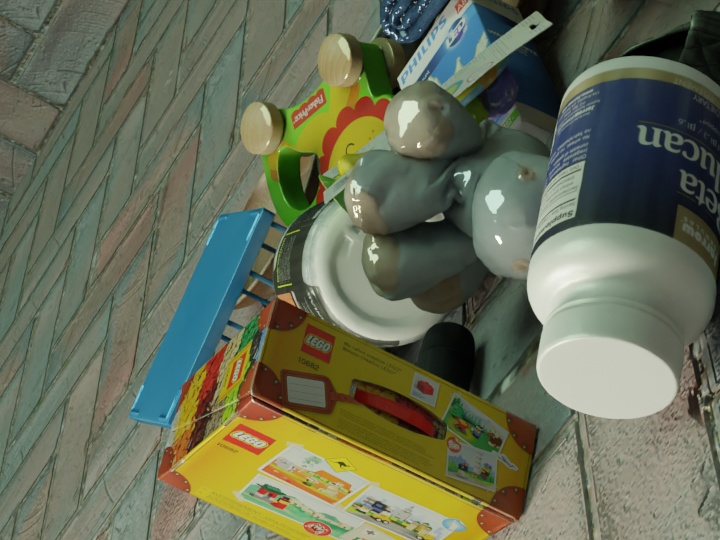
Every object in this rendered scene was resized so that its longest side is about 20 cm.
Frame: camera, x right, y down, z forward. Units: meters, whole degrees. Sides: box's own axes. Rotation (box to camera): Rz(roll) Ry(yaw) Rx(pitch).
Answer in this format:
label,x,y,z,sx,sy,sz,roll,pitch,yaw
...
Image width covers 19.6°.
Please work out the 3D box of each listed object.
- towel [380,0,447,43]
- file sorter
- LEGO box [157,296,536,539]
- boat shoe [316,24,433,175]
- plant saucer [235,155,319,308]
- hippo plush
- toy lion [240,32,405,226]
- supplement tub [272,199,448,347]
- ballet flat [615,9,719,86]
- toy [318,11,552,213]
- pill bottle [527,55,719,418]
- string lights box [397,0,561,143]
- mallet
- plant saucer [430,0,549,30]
label,x,y,z,sx,sy,sz,roll,pitch,yaw
towel,0.084,-0.273,1.695,0.200,0.048,0.112,-54,1,-41
file sorter,-0.095,0.063,1.819,0.201,0.122,0.139,-67,18,-9
LEGO box,-0.011,0.119,1.364,0.149,0.199,0.077,-41,28,50
boat shoe,0.022,-0.160,1.900,0.201,0.074,0.060,-61,11,-23
plant saucer,-0.081,-0.045,2.058,0.201,0.037,0.201,-54,19,29
hippo plush,0.102,-0.025,1.383,0.161,0.199,0.160,32,109,48
toy lion,-0.010,-0.093,1.799,0.200,0.068,0.193,-35,62,44
supplement tub,0.000,0.000,1.618,0.123,0.122,0.200,-65,11,-7
ballet flat,0.198,-0.140,1.375,0.200,0.057,0.067,-18,47,67
toy,0.061,-0.106,1.489,0.200,0.047,0.115,-34,11,6
pill bottle,0.158,-0.018,1.223,0.111,0.111,0.201,-41,28,50
string lights box,0.096,-0.121,1.590,0.103,0.059,0.200,-55,30,26
mallet,-0.005,0.083,1.532,0.199,0.041,0.066,-11,38,31
plant saucer,0.111,-0.213,1.768,0.201,0.037,0.201,-53,21,29
